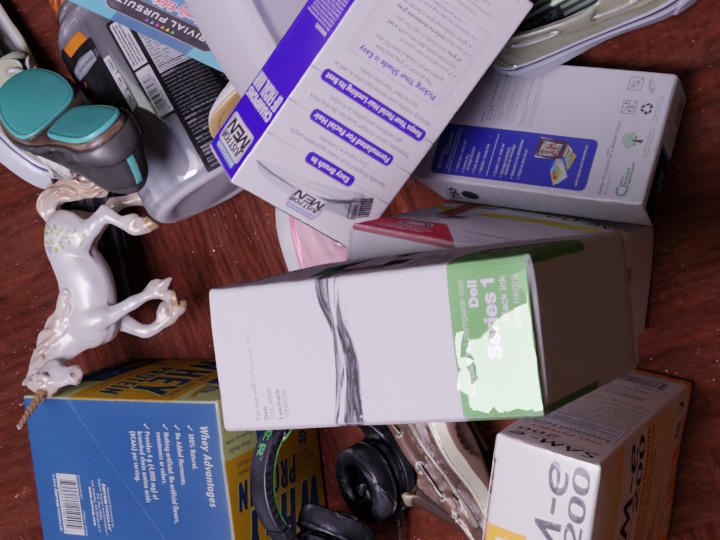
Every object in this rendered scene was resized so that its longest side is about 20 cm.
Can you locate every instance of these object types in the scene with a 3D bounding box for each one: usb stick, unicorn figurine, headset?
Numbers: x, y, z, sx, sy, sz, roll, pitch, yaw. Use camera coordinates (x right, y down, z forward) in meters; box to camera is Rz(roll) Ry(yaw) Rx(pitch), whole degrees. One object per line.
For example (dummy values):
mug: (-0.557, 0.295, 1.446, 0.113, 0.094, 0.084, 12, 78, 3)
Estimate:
usb stick: (-0.226, -0.053, 1.186, 0.055, 0.033, 0.202, 1, 124, 14)
unicorn figurine: (-0.213, 0.018, 1.141, 0.136, 0.074, 0.202, -14, 76, 3)
headset: (0.004, 0.186, 1.097, 0.200, 0.124, 0.094, 50, 153, -21)

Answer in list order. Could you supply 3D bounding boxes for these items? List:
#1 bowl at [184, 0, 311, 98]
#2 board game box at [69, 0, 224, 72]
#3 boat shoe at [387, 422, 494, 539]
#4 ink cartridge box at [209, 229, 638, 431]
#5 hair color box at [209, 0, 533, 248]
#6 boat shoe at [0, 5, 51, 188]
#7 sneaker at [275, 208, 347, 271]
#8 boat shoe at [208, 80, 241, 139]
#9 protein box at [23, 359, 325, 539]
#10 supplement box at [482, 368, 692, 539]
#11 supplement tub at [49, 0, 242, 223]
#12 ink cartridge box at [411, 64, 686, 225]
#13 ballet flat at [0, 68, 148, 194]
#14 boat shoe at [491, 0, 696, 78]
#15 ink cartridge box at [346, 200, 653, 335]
bowl: (-0.012, -0.196, 0.947, 0.199, 0.075, 0.201, -32, 125, -4)
board game box: (-0.154, -0.249, 1.025, 0.047, 0.150, 0.201, -41, 46, 31)
boat shoe: (0.069, 0.160, 1.074, 0.074, 0.075, 0.204, -32, 72, 16)
ink cartridge box: (0.035, 0.033, 0.793, 0.198, 0.146, 0.085, -6, 93, 30)
hair color box: (0.005, -0.125, 0.911, 0.201, 0.109, 0.065, -54, 34, 11)
boat shoe: (-0.304, -0.160, 1.216, 0.201, 0.072, 0.062, 52, 131, 13)
sneaker: (0.000, 0.000, 1.066, 0.104, 0.075, 0.203, -16, 74, 33)
boat shoe: (-0.033, -0.164, 1.044, 0.199, 0.071, 0.069, -37, 42, 0)
protein box: (-0.148, 0.184, 1.171, 0.198, 0.135, 0.201, -2, 99, 31)
supplement box: (0.153, 0.149, 0.950, 0.073, 0.199, 0.128, 14, 108, 27)
supplement tub: (-0.156, -0.150, 1.114, 0.122, 0.122, 0.201, -34, 82, 31)
ink cartridge box: (0.118, -0.094, 0.989, 0.198, 0.039, 0.100, 11, 73, 28)
ballet flat: (-0.215, -0.096, 1.061, 0.200, 0.068, 0.069, 31, 157, 53)
boat shoe: (0.164, -0.190, 0.936, 0.199, 0.062, 0.073, -32, 74, 20)
ink cartridge box: (0.097, 0.007, 0.954, 0.144, 0.199, 0.084, 11, 103, 28)
